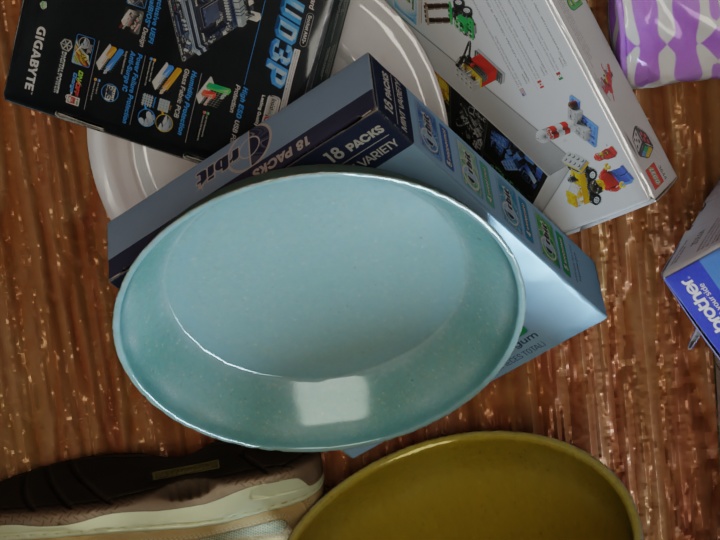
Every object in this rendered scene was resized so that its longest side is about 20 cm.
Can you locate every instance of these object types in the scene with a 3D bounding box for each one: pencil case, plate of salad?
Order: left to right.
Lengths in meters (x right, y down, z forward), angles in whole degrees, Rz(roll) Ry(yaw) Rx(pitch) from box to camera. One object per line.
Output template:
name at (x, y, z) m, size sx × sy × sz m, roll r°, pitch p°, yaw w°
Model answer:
plate of salad at (-0.049, -0.071, 1.133) m, size 0.199 × 0.048 × 0.201 m, roll 3°, pitch 106°, yaw 12°
pencil case at (0.222, -0.145, 1.100) m, size 0.199 × 0.084 × 0.086 m, roll -9°, pitch 118°, yaw 2°

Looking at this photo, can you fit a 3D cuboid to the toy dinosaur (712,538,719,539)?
toy dinosaur at (0.259, 0.164, 1.087) m, size 0.135 × 0.086 × 0.200 m, roll 28°, pitch 106°, yaw -13°

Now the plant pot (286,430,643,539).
plant pot at (0.065, 0.206, 1.135) m, size 0.199 × 0.200 × 0.142 m, roll -16°, pitch 125°, yaw 4°

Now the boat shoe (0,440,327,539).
boat shoe at (-0.116, 0.145, 1.175) m, size 0.199 × 0.072 × 0.076 m, roll -7°, pitch 113°, yaw 2°

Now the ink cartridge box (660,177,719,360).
ink cartridge box at (0.240, -0.027, 1.077) m, size 0.200 × 0.136 × 0.076 m, roll -29°, pitch 101°, yaw 35°

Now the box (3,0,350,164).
box at (-0.082, -0.158, 1.068) m, size 0.158 × 0.046 × 0.201 m, roll 18°, pitch 108°, yaw 8°

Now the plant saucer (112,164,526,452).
plant saucer at (-0.020, 0.013, 1.034) m, size 0.199 × 0.036 × 0.200 m, roll -3°, pitch 137°, yaw -3°

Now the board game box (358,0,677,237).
board game box at (0.064, -0.109, 1.105) m, size 0.126 × 0.035 × 0.201 m, roll -21°, pitch 103°, yaw 39°

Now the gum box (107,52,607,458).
gum box at (0.000, 0.000, 1.083) m, size 0.170 × 0.045 × 0.200 m, roll -31°, pitch 133°, yaw 24°

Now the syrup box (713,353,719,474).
syrup box at (0.241, 0.127, 1.158) m, size 0.081 × 0.079 × 0.201 m, roll -6°, pitch 101°, yaw 1°
